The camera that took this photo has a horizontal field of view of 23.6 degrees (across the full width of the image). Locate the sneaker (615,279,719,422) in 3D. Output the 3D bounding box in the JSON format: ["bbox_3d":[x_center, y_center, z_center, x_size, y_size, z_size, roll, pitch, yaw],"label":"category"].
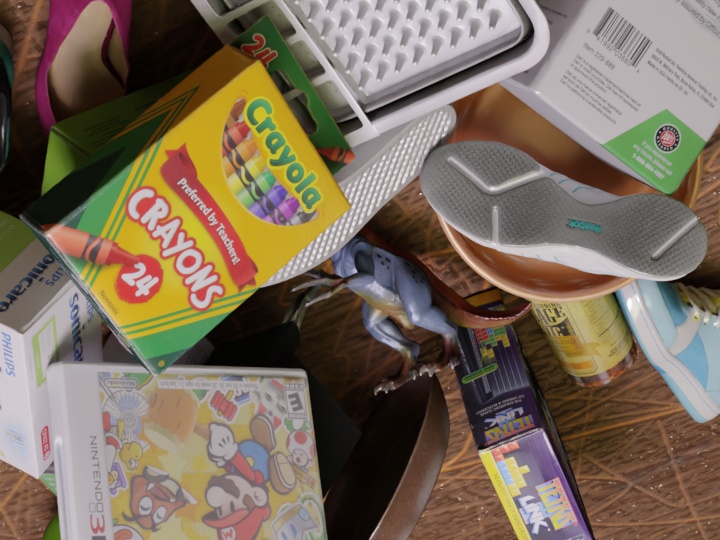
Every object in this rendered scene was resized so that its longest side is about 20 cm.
[{"bbox_3d":[0.283,0.030,1.365,0.130,0.080,0.200,-29,137,13],"label":"sneaker"}]

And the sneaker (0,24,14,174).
[{"bbox_3d":[-0.279,-0.070,1.162,0.071,0.080,0.201,9,126,-18],"label":"sneaker"}]

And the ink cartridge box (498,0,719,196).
[{"bbox_3d":[0.196,-0.175,1.141,0.146,0.084,0.201,33,93,-32],"label":"ink cartridge box"}]

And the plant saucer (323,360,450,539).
[{"bbox_3d":[0.019,0.167,1.333,0.037,0.201,0.201,28,119,-9],"label":"plant saucer"}]

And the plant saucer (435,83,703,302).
[{"bbox_3d":[0.145,-0.079,1.234,0.199,0.037,0.201,-1,102,-6],"label":"plant saucer"}]

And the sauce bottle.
[{"bbox_3d":[0.149,0.000,1.319,0.066,0.066,0.200,-27,118,9],"label":"sauce bottle"}]

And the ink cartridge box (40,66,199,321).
[{"bbox_3d":[-0.148,-0.022,1.187,0.148,0.076,0.201,-29,144,-44],"label":"ink cartridge box"}]

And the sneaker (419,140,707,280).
[{"bbox_3d":[0.135,-0.032,1.184,0.199,0.080,0.071,19,82,6],"label":"sneaker"}]

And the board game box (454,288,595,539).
[{"bbox_3d":[0.131,0.142,1.361,0.056,0.166,0.200,-22,129,6],"label":"board game box"}]

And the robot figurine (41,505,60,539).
[{"bbox_3d":[-0.194,0.258,1.412,0.175,0.116,0.201,-20,130,-12],"label":"robot figurine"}]

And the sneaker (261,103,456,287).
[{"bbox_3d":[-0.031,-0.067,1.186,0.200,0.082,0.074,-37,145,-12],"label":"sneaker"}]

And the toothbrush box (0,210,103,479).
[{"bbox_3d":[-0.274,0.026,1.139,0.199,0.086,0.146,23,138,16],"label":"toothbrush box"}]

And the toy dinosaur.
[{"bbox_3d":[0.000,0.000,1.279,0.105,0.200,0.182,-21,96,50],"label":"toy dinosaur"}]

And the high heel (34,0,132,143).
[{"bbox_3d":[-0.182,-0.122,1.134,0.067,0.096,0.201,-4,128,-9],"label":"high heel"}]

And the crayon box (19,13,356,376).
[{"bbox_3d":[-0.093,-0.048,1.067,0.200,0.051,0.127,-42,124,-12],"label":"crayon box"}]

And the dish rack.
[{"bbox_3d":[0.006,-0.174,1.075,0.199,0.044,0.172,-20,121,32],"label":"dish rack"}]

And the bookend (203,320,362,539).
[{"bbox_3d":[-0.062,0.180,1.225,0.092,0.200,0.199,-19,118,44],"label":"bookend"}]

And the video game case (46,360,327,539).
[{"bbox_3d":[-0.105,0.151,1.112,0.199,0.183,0.023,5,161,-41],"label":"video game case"}]

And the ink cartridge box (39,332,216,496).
[{"bbox_3d":[-0.135,0.156,1.312,0.087,0.146,0.200,-6,135,37],"label":"ink cartridge box"}]
